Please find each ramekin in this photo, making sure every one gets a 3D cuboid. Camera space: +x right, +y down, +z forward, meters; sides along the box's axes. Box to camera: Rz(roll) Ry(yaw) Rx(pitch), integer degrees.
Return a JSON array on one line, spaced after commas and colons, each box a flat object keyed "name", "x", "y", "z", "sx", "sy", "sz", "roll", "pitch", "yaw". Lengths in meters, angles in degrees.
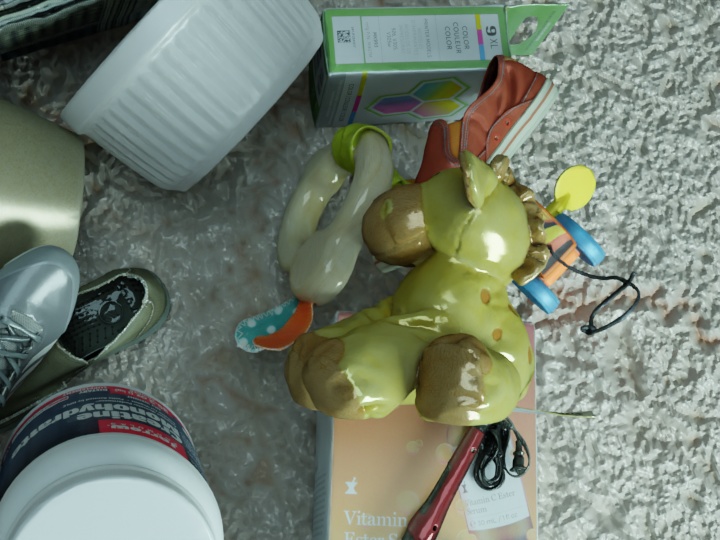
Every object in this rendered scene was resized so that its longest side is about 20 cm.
[{"name": "ramekin", "x": -0.118, "y": -0.152, "z": 0.879, "sx": 0.105, "sy": 0.200, "sz": 0.200, "roll": 43, "pitch": 73, "yaw": -14}]

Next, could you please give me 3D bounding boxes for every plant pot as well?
[{"name": "plant pot", "x": -0.305, "y": -0.061, "z": 0.849, "sx": 0.199, "sy": 0.187, "sz": 0.189, "roll": 6, "pitch": 74, "yaw": -21}]

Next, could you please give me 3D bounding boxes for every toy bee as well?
[{"name": "toy bee", "x": 0.131, "y": -0.030, "z": 0.869, "sx": 0.109, "sy": 0.200, "sz": 0.131, "roll": 45, "pitch": 70, "yaw": -11}]

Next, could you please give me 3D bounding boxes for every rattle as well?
[{"name": "rattle", "x": 0.000, "y": 0.000, "z": 0.907, "sx": 0.143, "sy": 0.130, "sz": 0.201, "roll": 40, "pitch": 49, "yaw": -40}]

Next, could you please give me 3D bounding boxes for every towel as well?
[{"name": "towel", "x": -0.230, "y": -0.190, "z": 0.871, "sx": 0.192, "sy": 0.200, "sz": 0.035, "roll": -20, "pitch": 100, "yaw": -13}]

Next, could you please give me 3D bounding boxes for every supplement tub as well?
[{"name": "supplement tub", "x": -0.165, "y": 0.161, "z": 0.762, "sx": 0.139, "sy": 0.200, "sz": 0.141, "roll": -2, "pitch": 99, "yaw": -15}]

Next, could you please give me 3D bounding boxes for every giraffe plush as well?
[{"name": "giraffe plush", "x": 0.055, "y": 0.008, "z": 0.749, "sx": 0.199, "sy": 0.172, "sz": 0.163, "roll": 3, "pitch": 88, "yaw": -14}]

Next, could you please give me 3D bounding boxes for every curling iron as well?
[{"name": "curling iron", "x": 0.050, "y": 0.181, "z": 0.790, "sx": 0.049, "sy": 0.026, "sz": 0.200, "roll": 36, "pitch": 75, "yaw": 4}]

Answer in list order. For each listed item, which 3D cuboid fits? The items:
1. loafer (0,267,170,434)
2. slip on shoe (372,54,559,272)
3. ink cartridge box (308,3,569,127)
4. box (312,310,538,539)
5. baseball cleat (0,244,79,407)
[{"name": "loafer", "x": -0.233, "y": 0.053, "z": 0.870, "sx": 0.200, "sy": 0.070, "sz": 0.075, "roll": -35, "pitch": 83, "yaw": -15}, {"name": "slip on shoe", "x": 0.068, "y": -0.079, "z": 0.865, "sx": 0.061, "sy": 0.074, "sz": 0.200, "roll": 39, "pitch": 73, "yaw": -3}, {"name": "ink cartridge box", "x": 0.062, "y": -0.165, "z": 0.953, "sx": 0.199, "sy": 0.104, "sz": 0.060, "roll": -4, "pitch": 76, "yaw": -10}, {"name": "box", "x": 0.045, "y": 0.141, "z": 0.869, "sx": 0.151, "sy": 0.106, "sz": 0.201, "roll": 3, "pitch": 75, "yaw": -7}, {"name": "baseball cleat", "x": -0.247, "y": 0.079, "z": 0.787, "sx": 0.070, "sy": 0.106, "sz": 0.200, "roll": 35, "pitch": 94, "yaw": -38}]
